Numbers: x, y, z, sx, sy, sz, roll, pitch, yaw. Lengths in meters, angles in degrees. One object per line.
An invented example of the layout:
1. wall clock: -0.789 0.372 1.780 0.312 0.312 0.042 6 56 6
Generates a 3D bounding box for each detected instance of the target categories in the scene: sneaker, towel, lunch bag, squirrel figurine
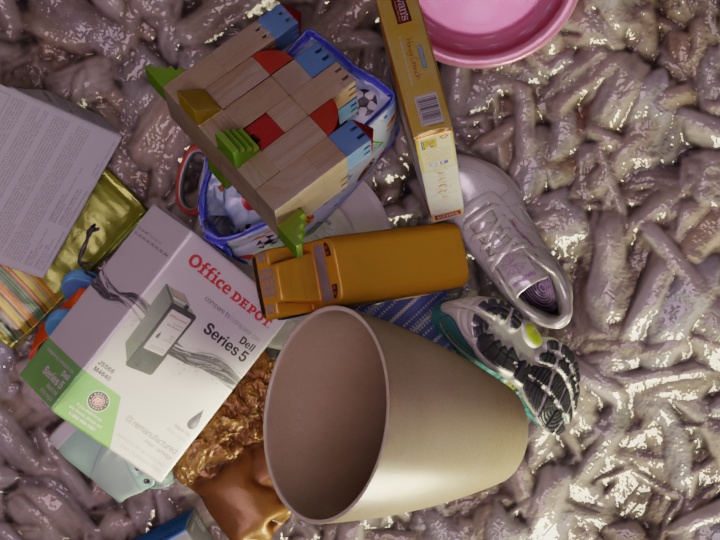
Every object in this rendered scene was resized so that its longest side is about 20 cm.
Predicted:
1. sneaker: 0.140 -0.029 1.549 0.075 0.100 0.200 -39 98 8
2. sneaker: 0.143 0.085 1.570 0.200 0.079 0.078 46 65 -33
3. towel: -0.304 -0.018 1.608 0.200 0.018 0.086 -44 99 10
4. lunch bag: -0.067 -0.098 1.478 0.124 0.170 0.200 37 88 8
5. sneaker: -0.202 0.144 1.604 0.118 0.074 0.200 46 117 -3
6. squirrel figurine: -0.079 0.158 1.572 0.187 0.142 0.200 -40 115 3
7. towel: 0.061 0.095 1.579 0.145 0.024 0.200 -43 100 -31

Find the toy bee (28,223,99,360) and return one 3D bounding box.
1. toy bee: -0.242 0.052 1.554 0.108 0.200 0.131 25 71 -11

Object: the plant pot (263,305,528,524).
1. plant pot: 0.046 0.139 1.463 0.199 0.187 0.188 11 106 -35

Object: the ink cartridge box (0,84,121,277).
1. ink cartridge box: -0.340 -0.097 1.510 0.200 0.057 0.163 24 102 -38

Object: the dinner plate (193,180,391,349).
1. dinner plate: -0.066 -0.016 1.598 0.199 0.024 0.201 0 103 1

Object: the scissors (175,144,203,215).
1. scissors: -0.131 -0.148 1.571 0.073 0.014 0.201 13 97 16

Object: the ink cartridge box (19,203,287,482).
1. ink cartridge box: -0.183 0.065 1.479 0.200 0.084 0.145 -52 127 -4

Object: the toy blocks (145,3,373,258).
1. toy blocks: -0.063 -0.129 1.359 0.137 0.100 0.200 -37 70 -14

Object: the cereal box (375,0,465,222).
1. cereal box: 0.054 -0.143 1.452 0.039 0.200 0.144 -15 69 1

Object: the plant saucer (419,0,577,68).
1. plant saucer: 0.108 -0.289 1.514 0.199 0.051 0.202 0 102 2

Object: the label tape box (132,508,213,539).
1. label tape box: -0.185 0.365 1.669 0.143 0.066 0.201 -28 99 8

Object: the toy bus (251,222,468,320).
1. toy bus: 0.000 0.000 1.499 0.199 0.078 0.065 -8 86 -41
